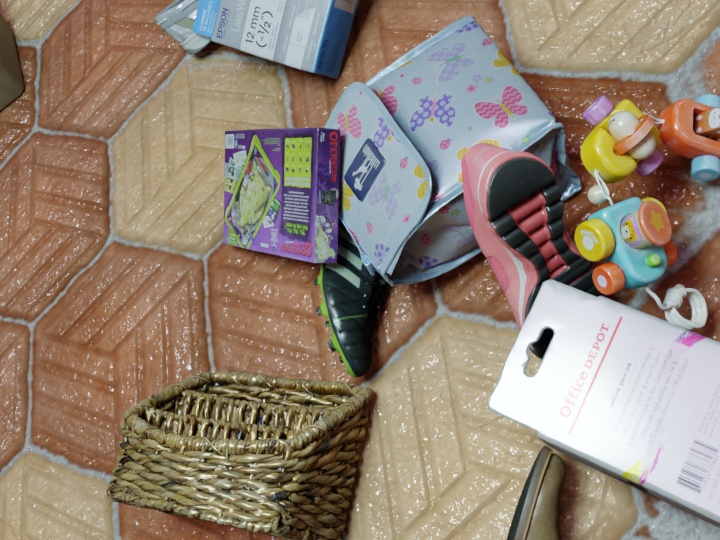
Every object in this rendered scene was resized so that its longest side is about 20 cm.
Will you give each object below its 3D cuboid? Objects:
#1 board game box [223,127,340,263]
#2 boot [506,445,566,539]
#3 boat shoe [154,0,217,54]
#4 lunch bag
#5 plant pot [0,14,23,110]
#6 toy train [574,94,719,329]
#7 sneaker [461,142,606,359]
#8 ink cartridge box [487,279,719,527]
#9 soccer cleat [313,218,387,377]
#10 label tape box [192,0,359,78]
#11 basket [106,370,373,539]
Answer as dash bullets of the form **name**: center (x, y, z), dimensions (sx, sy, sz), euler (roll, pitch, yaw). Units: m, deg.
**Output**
- **board game box**: center (-0.081, -0.075, 0.901), dimensions (0.200, 0.032, 0.120), euler (13, 98, 57)
- **boot**: center (0.140, 0.234, 0.698), dimensions (0.075, 0.074, 0.201), euler (9, 77, 13)
- **boat shoe**: center (-0.156, -0.348, 1.102), dimensions (0.202, 0.065, 0.074), euler (-46, 28, 10)
- **lunch bag**: center (0.064, -0.100, 0.831), dimensions (0.200, 0.127, 0.170), euler (-32, 55, 6)
- **plant pot**: center (-0.575, -0.292, 1.264), dimensions (0.199, 0.177, 0.200), euler (-32, 57, 15)
- **toy train**: center (0.237, -0.064, 0.705), dimensions (0.056, 0.150, 0.201), euler (142, 144, -63)
- **sneaker**: center (0.133, -0.019, 0.743), dimensions (0.074, 0.200, 0.087), euler (-28, 31, -7)
- **ink cartridge box**: center (0.208, 0.098, 0.686), dimensions (0.200, 0.068, 0.115), euler (24, 82, 24)
- **soccer cleat**: center (0.000, 0.000, 0.875), dimensions (0.081, 0.068, 0.201), euler (-13, 62, 11)
- **label tape box**: center (-0.102, -0.304, 1.010), dimensions (0.200, 0.066, 0.144), euler (21, 104, 20)
- **basket**: center (-0.112, 0.148, 0.825), dimensions (0.199, 0.143, 0.149), euler (3, 72, 31)
